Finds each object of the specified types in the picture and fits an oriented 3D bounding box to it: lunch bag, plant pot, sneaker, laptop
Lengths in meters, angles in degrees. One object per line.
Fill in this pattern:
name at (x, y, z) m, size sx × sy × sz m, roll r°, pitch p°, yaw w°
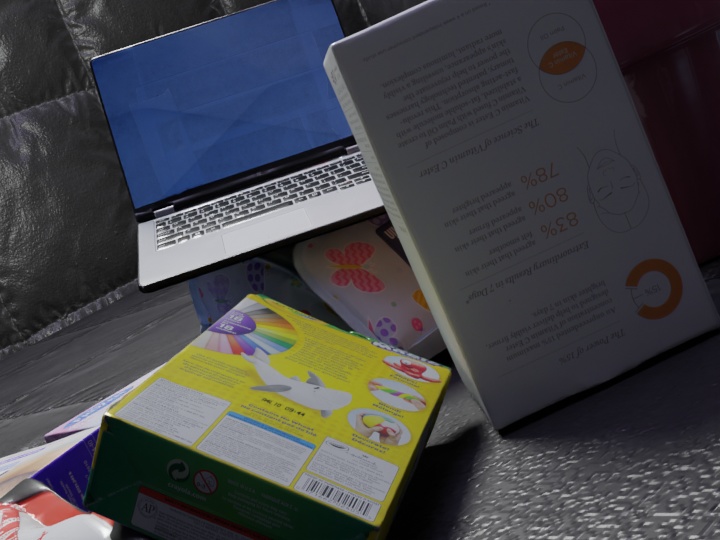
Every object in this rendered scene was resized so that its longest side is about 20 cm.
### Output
lunch bag at (0.000, 0.000, 0.774) m, size 0.199 × 0.128 × 0.169 m, roll 21°, pitch 40°, yaw 41°
plant pot at (0.168, -0.094, 0.709) m, size 0.198 × 0.180 × 0.200 m, roll -25°, pitch 7°, yaw 3°
sneaker at (-0.146, 0.154, 0.479) m, size 0.108 × 0.068 × 0.201 m, roll -42°, pitch 21°, yaw -28°
laptop at (-0.078, -0.098, 0.743) m, size 0.185 × 0.117 × 0.200 m, roll -19°, pitch 23°, yaw -4°

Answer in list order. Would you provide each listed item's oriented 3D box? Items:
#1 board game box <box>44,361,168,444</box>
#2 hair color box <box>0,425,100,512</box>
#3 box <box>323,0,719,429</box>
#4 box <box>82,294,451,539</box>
board game box at (-0.124, 0.094, 0.887) m, size 0.199 × 0.041 × 0.199 m, roll -17°, pitch 11°, yaw 47°
hair color box at (-0.232, 0.169, 0.641) m, size 0.109 × 0.065 × 0.200 m, roll -20°, pitch 10°, yaw 29°
box at (0.077, -0.043, 0.564) m, size 0.123 × 0.202 × 0.097 m, roll -24°, pitch 7°, yaw -1°
box at (-0.028, 0.067, 0.502) m, size 0.116 × 0.049 × 0.200 m, roll 21°, pitch 20°, yaw 8°
